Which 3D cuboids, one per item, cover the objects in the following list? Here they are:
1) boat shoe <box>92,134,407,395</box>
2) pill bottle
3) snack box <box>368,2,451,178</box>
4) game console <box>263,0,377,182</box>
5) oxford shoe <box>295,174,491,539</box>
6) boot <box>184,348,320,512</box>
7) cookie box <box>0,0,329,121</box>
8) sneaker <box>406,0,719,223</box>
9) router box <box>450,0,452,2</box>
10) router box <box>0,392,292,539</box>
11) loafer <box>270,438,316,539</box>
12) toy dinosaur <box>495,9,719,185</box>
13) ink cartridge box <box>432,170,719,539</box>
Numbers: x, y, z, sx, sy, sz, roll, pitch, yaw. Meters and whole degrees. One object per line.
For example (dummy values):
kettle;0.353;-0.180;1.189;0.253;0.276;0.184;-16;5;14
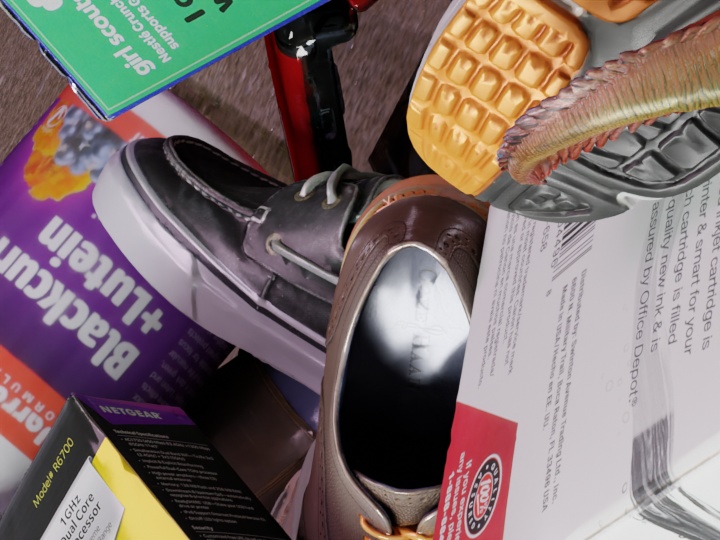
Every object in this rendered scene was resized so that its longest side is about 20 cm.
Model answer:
boat shoe;0.000;0.000;0.936;0.200;0.072;0.071;34;113;27
pill bottle;-0.118;0.028;1.083;0.200;0.111;0.111;-50;17;-7
snack box;0.044;-0.031;1.037;0.072;0.024;0.200;-61;19;15
game console;0.021;-0.110;1.047;0.200;0.119;0.173;-104;3;-61
oxford shoe;0.010;0.076;0.849;0.073;0.071;0.200;-53;-37;-76
boot;-0.033;0.061;1.120;0.097;0.075;0.200;-42;18;8
cookie box;-0.016;-0.160;0.965;0.200;0.075;0.171;-27;30;23
sneaker;0.086;-0.096;0.680;0.200;0.076;0.092;-46;18;28
router box;0.091;-0.184;1.039;0.200;0.049;0.180;-62;19;19
router box;-0.077;0.160;0.865;0.149;0.051;0.200;46;115;38
loafer;-0.017;0.142;0.935;0.063;0.072;0.200;-35;36;58
toy dinosaur;0.136;-0.087;0.585;0.200;0.105;0.182;20;64;42
ink cartridge box;0.105;0.012;0.723;0.200;0.084;0.144;-43;30;53
